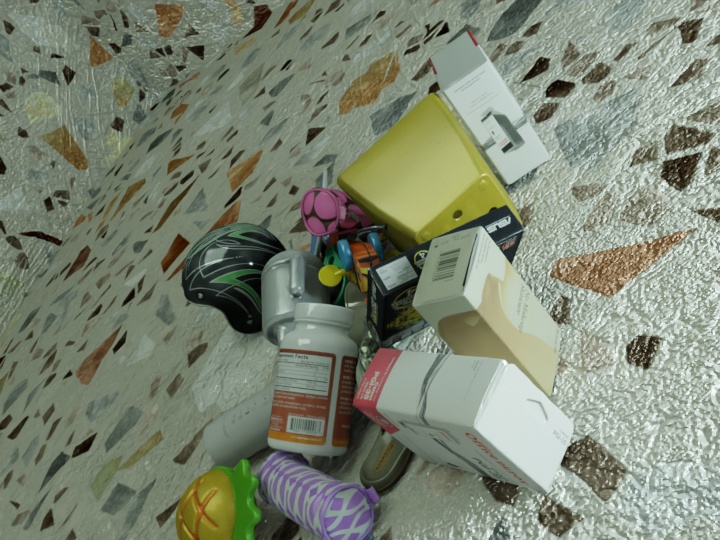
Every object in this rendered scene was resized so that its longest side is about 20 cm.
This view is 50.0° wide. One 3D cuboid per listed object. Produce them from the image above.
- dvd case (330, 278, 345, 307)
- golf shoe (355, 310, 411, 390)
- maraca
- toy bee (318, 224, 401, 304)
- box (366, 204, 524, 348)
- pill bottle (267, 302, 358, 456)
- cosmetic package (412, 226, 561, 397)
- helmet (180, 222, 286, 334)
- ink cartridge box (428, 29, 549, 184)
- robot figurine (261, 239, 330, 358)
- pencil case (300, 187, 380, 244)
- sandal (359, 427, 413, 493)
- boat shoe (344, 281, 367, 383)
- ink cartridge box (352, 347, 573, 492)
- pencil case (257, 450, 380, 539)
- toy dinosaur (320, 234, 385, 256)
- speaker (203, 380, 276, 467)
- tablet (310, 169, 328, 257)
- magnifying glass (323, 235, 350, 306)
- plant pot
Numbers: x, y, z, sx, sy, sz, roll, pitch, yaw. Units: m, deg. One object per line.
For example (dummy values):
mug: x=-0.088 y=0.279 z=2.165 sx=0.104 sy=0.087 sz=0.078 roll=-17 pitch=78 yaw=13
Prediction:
dvd case: x=-0.077 y=0.086 z=1.341 sx=0.148 sy=0.016 sz=0.200 roll=-36 pitch=30 yaw=16
golf shoe: x=0.027 y=0.121 z=1.105 sx=0.200 sy=0.078 sz=0.098 roll=-60 pitch=-12 yaw=-61
maraca: x=-0.189 y=0.337 z=1.068 sx=0.200 sy=0.107 sz=0.138 roll=-37 pitch=55 yaw=45
toy bee: x=0.000 y=0.000 z=1.175 sx=0.130 sy=0.109 sz=0.200 roll=-13 pitch=-2 yaw=10
box: x=0.103 y=0.011 z=0.991 sx=0.199 sy=0.161 sz=0.049 roll=-25 pitch=66 yaw=-14
pill bottle: x=-0.062 y=0.150 z=1.074 sx=0.112 sy=0.112 sz=0.201 roll=-5 pitch=74 yaw=50
cosmetic package: x=0.152 y=0.056 z=0.890 sx=0.071 sy=0.200 sz=0.106 roll=-14 pitch=43 yaw=38
helmet: x=-0.234 y=0.005 z=1.466 sx=0.200 sy=0.191 sz=0.200 roll=-32 pitch=31 yaw=23
ink cartridge box: x=0.202 y=-0.256 z=1.215 sx=0.083 sy=0.200 sz=0.147 roll=-33 pitch=32 yaw=17
robot figurine: x=-0.106 y=0.049 z=1.268 sx=0.170 sy=0.112 sz=0.201 roll=104 pitch=163 yaw=-54
pencil case: x=-0.005 y=-0.095 z=1.276 sx=0.093 sy=0.091 sz=0.200 roll=-6 pitch=3 yaw=37
sandal: x=0.050 y=0.190 z=1.006 sx=0.082 sy=0.055 sz=0.200 roll=7 pitch=59 yaw=55
boat shoe: x=-0.001 y=0.103 z=1.197 sx=0.067 sy=0.057 sz=0.201 roll=-4 pitch=47 yaw=13
ink cartridge box: x=0.111 y=0.162 z=0.865 sx=0.200 sy=0.146 sz=0.083 roll=-1 pitch=53 yaw=52
pencil case: x=-0.060 y=0.288 z=0.997 sx=0.086 sy=0.084 sz=0.200 roll=-45 pitch=26 yaw=-24
toy dinosaur: x=-0.037 y=-0.062 z=1.413 sx=0.199 sy=0.077 sz=0.102 roll=-8 pitch=40 yaw=45
speaker: x=-0.149 y=0.228 z=1.193 sx=0.200 sy=0.081 sz=0.081 roll=-35 pitch=31 yaw=21
tablet: x=-0.076 y=-0.074 z=1.391 sx=0.200 sy=0.014 sz=0.131 roll=109 pitch=166 yaw=-59
magnifying glass: x=-0.048 y=-0.021 z=1.338 sx=0.080 sy=0.022 sz=0.201 roll=-39 pitch=43 yaw=42
plant pot: x=0.120 y=-0.101 z=1.149 sx=0.200 sy=0.200 sz=0.177 roll=-41 pitch=42 yaw=5
